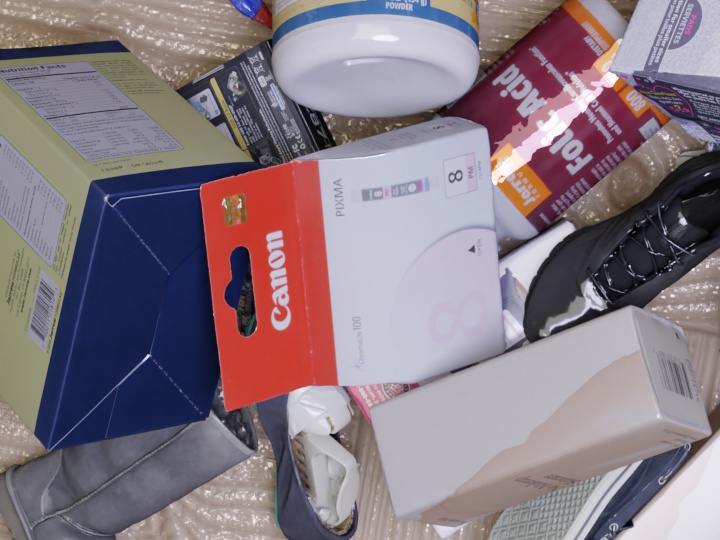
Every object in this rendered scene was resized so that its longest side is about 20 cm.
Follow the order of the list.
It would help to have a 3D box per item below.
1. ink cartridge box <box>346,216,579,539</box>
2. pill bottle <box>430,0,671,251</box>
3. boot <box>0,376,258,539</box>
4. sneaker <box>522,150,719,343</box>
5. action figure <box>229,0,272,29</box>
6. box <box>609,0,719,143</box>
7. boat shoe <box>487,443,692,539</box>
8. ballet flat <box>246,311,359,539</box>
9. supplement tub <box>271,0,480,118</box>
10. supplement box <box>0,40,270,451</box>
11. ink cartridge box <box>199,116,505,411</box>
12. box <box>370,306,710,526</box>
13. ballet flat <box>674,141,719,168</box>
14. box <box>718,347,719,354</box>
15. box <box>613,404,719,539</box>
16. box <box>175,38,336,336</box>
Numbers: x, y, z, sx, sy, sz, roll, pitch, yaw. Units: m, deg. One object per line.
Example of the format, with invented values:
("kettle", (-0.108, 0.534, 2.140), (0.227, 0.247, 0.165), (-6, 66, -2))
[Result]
("ink cartridge box", (0.105, 0.074, 1.612), (0.199, 0.084, 0.145), (-33, 89, 5))
("pill bottle", (0.120, -0.095, 1.589), (0.200, 0.114, 0.114), (-41, 88, 5))
("boot", (-0.154, 0.170, 1.632), (0.199, 0.073, 0.183), (-30, 89, 14))
("sneaker", (0.191, -0.016, 1.522), (0.200, 0.091, 0.076), (-41, 90, -4))
("action figure", (-0.121, -0.239, 1.637), (0.199, 0.099, 0.065), (34, 93, -20))
("box", (0.274, -0.189, 1.487), (0.132, 0.115, 0.201), (18, 80, 45))
("boat shoe", (0.156, 0.164, 1.556), (0.062, 0.075, 0.200), (28, 109, -35))
("ballet flat", (-0.032, 0.114, 1.602), (0.072, 0.073, 0.201), (-4, 121, 5))
("supplement tub", (0.010, -0.221, 1.562), (0.143, 0.145, 0.202), (-2, 74, 5))
("supplement box", (-0.189, -0.022, 1.534), (0.200, 0.134, 0.201), (42, 127, 39))
("ink cartridge box", (0.000, 0.000, 1.485), (0.199, 0.057, 0.164), (-18, 113, -32))
("box", (0.117, 0.099, 1.481), (0.199, 0.095, 0.078), (-24, 69, 26))
("ballet flat", (0.257, -0.099, 1.610), (0.074, 0.074, 0.202), (1, 91, 5))
("box", (0.328, -0.025, 1.567), (0.036, 0.144, 0.202), (18, 94, 44))
("box", (0.244, 0.170, 1.601), (0.078, 0.095, 0.200), (43, 94, 1))
("box", (-0.083, -0.043, 1.626), (0.160, 0.049, 0.201), (-27, 89, 18))
